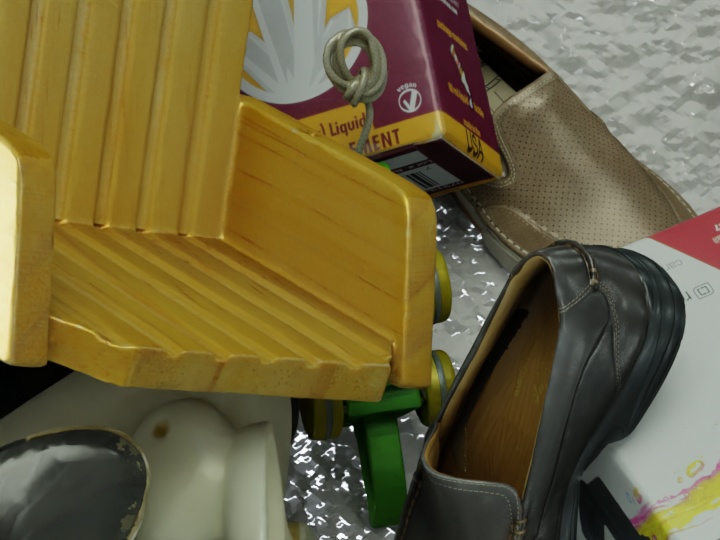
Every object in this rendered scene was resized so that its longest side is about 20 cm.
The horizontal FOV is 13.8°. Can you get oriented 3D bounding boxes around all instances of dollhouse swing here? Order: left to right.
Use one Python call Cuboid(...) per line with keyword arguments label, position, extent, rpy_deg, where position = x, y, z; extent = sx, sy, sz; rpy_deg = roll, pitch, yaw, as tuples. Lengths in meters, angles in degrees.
Cuboid(label="dollhouse swing", position=(-0.066, -0.072, 1.041), extent=(0.200, 0.176, 0.182), rpy_deg=(7, 17, -46))

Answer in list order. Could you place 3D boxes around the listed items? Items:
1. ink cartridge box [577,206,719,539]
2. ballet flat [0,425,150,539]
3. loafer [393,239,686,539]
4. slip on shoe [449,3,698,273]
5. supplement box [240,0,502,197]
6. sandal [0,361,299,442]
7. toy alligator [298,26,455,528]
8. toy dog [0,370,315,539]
Cuboid(label="ink cartridge box", position=(0.162, 0.078, 1.150), extent=(0.145, 0.083, 0.200), rpy_deg=(-22, 55, -19))
Cuboid(label="ballet flat", position=(-0.150, 0.124, 1.005), extent=(0.200, 0.057, 0.066), rpy_deg=(-43, 84, 1))
Cuboid(label="loafer", position=(0.043, 0.078, 1.096), extent=(0.073, 0.072, 0.200), rpy_deg=(27, 95, 39))
Cuboid(label="slip on shoe", position=(0.073, -0.054, 1.268), extent=(0.076, 0.061, 0.200), rpy_deg=(-31, 58, -24))
Cuboid(label="supplement box", position=(-0.021, -0.125, 1.241), extent=(0.110, 0.086, 0.200), rpy_deg=(-16, 75, 16))
Cuboid(label="sandal", position=(-0.119, 0.034, 1.187), extent=(0.200, 0.057, 0.080), rpy_deg=(9, 93, 11))
Cuboid(label="toy alligator", position=(0.000, 0.000, 1.173), extent=(0.059, 0.201, 0.054), rpy_deg=(-8, 14, -14))
Cuboid(label="toy dog", position=(-0.123, 0.092, 1.089), extent=(0.199, 0.140, 0.194), rpy_deg=(-10, 70, 4))
